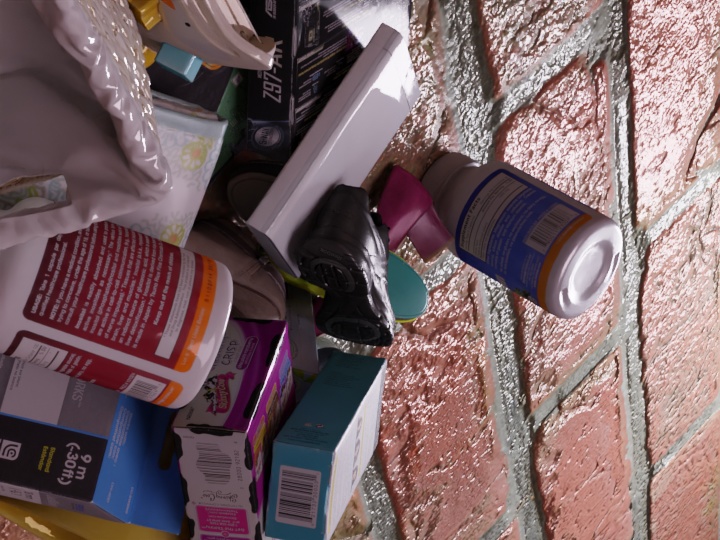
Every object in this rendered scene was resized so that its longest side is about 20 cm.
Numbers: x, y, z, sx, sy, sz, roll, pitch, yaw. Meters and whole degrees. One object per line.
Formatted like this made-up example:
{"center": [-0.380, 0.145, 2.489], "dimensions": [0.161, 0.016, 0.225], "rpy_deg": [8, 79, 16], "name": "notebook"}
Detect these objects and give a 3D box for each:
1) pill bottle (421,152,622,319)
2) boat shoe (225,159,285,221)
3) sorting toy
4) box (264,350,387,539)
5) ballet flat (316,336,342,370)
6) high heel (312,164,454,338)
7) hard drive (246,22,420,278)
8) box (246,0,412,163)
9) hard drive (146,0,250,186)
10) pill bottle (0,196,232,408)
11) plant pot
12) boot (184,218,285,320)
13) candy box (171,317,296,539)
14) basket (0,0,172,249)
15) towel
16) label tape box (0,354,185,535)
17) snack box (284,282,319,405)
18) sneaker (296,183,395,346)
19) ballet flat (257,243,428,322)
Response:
{"center": [0.155, -0.043, 1.512], "dimensions": [0.112, 0.200, 0.112], "rpy_deg": [-31, 137, -34], "name": "pill bottle"}
{"center": [-0.060, -0.069, 1.362], "dimensions": [0.067, 0.057, 0.200], "rpy_deg": [-25, 152, 25], "name": "boat shoe"}
{"center": [-0.122, -0.201, 1.012], "dimensions": [0.107, 0.180, 0.200], "rpy_deg": [-35, 119, -14], "name": "sorting toy"}
{"center": [-0.025, 0.137, 1.192], "dimensions": [0.200, 0.049, 0.083], "rpy_deg": [-54, 151, -70], "name": "box"}
{"center": [-0.046, 0.107, 1.465], "dimensions": [0.073, 0.073, 0.200], "rpy_deg": [-44, 165, -19], "name": "ballet flat"}
{"center": [-0.009, -0.013, 1.486], "dimensions": [0.200, 0.096, 0.067], "rpy_deg": [-37, -175, -7], "name": "high heel"}
{"center": [-0.019, -0.097, 1.263], "dimensions": [0.200, 0.027, 0.132], "rpy_deg": [-56, 164, -9], "name": "hard drive"}
{"center": [-0.021, -0.201, 1.255], "dimensions": [0.200, 0.043, 0.161], "rpy_deg": [-41, 144, -47], "name": "box"}
{"center": [-0.138, -0.165, 1.191], "dimensions": [0.140, 0.038, 0.200], "rpy_deg": [-50, 145, -11], "name": "hard drive"}
{"center": [-0.200, 0.016, 1.052], "dimensions": [0.199, 0.113, 0.113], "rpy_deg": [21, 102, -19], "name": "pill bottle"}
{"center": [-0.191, 0.148, 1.253], "dimensions": [0.189, 0.200, 0.201], "rpy_deg": [-65, 149, -18], "name": "plant pot"}
{"center": [-0.144, -0.015, 1.255], "dimensions": [0.070, 0.200, 0.146], "rpy_deg": [-39, -172, 21], "name": "boot"}
{"center": [-0.090, 0.156, 1.167], "dimensions": [0.137, 0.061, 0.201], "rpy_deg": [-71, 161, -54], "name": "candy box"}
{"center": [-0.241, -0.130, 0.914], "dimensions": [0.198, 0.161, 0.200], "rpy_deg": [-16, 139, 6], "name": "basket"}
{"center": [-0.213, -0.062, 1.113], "dimensions": [0.199, 0.048, 0.172], "rpy_deg": [14, 108, -30], "name": "towel"}
{"center": [-0.216, 0.104, 1.127], "dimensions": [0.063, 0.199, 0.145], "rpy_deg": [116, -14, -69], "name": "label tape box"}
{"center": [-0.083, 0.105, 1.352], "dimensions": [0.053, 0.200, 0.143], "rpy_deg": [13, 111, -10], "name": "snack box"}
{"center": [0.000, 0.000, 1.303], "dimensions": [0.200, 0.076, 0.091], "rpy_deg": [81, 24, -60], "name": "sneaker"}
{"center": [-0.019, 0.002, 1.405], "dimensions": [0.200, 0.067, 0.067], "rpy_deg": [21, 73, -46], "name": "ballet flat"}
